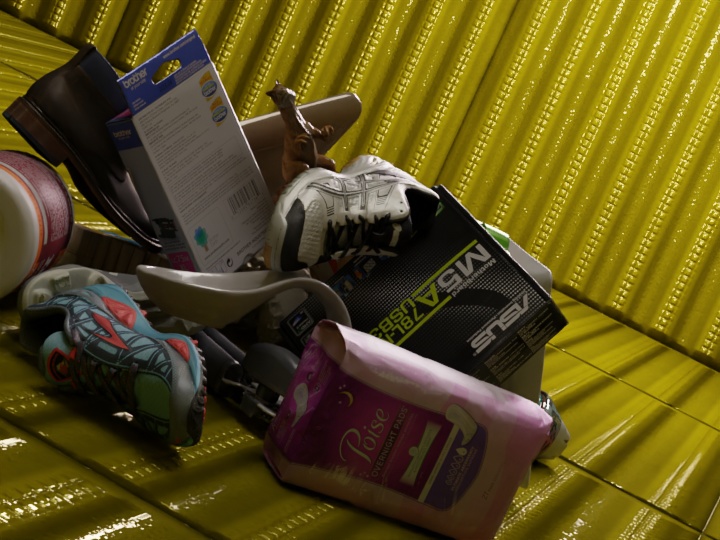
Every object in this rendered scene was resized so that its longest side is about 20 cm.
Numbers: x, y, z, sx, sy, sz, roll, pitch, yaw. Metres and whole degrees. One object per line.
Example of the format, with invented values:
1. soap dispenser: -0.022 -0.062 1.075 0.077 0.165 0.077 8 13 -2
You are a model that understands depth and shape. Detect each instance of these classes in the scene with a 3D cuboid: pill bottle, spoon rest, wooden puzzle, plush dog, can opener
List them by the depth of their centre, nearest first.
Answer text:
1. spoon rest: -0.090 0.022 1.357 0.199 0.061 0.099 18 -1 -35
2. pill bottle: -0.296 -0.040 1.371 0.112 0.114 0.200 25 8 0
3. can opener: -0.098 0.074 1.407 0.053 0.067 0.200 19 10 -39
4. plush dog: -0.114 -0.002 1.668 0.198 0.162 0.172 26 -19 -8
5. wooden puzzle: -0.110 -0.102 1.681 0.184 0.200 0.037 -20 70 -39

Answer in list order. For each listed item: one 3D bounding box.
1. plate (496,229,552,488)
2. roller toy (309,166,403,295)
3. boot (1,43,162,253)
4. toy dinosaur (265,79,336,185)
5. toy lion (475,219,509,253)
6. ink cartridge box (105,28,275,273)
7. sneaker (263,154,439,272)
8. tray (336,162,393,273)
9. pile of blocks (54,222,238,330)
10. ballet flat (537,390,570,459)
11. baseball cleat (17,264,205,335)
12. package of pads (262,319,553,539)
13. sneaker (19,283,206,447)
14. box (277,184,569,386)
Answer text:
1. plate: 0.129 0.077 1.568 0.032 0.202 0.200 2 13 -10
2. roller toy: -0.005 -0.010 1.768 0.139 0.184 0.199 -25 18 -27
3. boot: -0.210 -0.102 1.452 0.075 0.097 0.200 34 -11 49
4. toy dinosaur: -0.051 -0.085 1.511 0.106 0.202 0.060 26 44 24
5. toy lion: 0.084 0.053 1.527 0.068 0.193 0.200 24 12 -18
6. ink cartridge box: -0.146 -0.093 1.453 0.042 0.202 0.119 -4 26 38
7. sneaker: -0.002 -0.044 1.407 0.087 0.076 0.200 25 32 23
8. tray: 0.000 0.000 1.576 0.037 0.202 0.099 8 7 6
9. pile of blocks: -0.194 0.012 1.520 0.198 0.063 0.082 21 4 -4
10. ballet flat: 0.180 0.160 1.752 0.071 0.069 0.200 43 4 -11
11. baseball cleat: -0.215 0.034 1.376 0.106 0.071 0.199 -3 -7 42
12. package of pads: 0.037 0.127 1.287 0.198 0.121 0.076 22 8 -22
13. sneaker: -0.183 0.074 1.204 0.095 0.080 0.199 -5 21 -35
14. box: 0.049 0.047 1.446 0.048 0.200 0.193 48 2 -43
